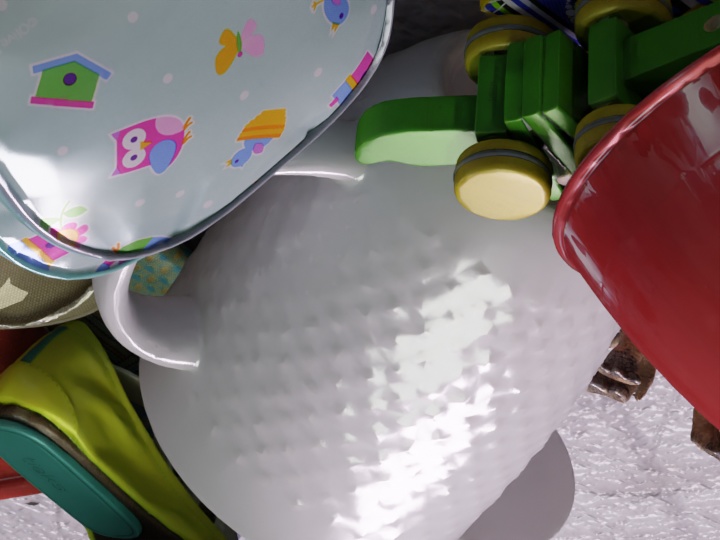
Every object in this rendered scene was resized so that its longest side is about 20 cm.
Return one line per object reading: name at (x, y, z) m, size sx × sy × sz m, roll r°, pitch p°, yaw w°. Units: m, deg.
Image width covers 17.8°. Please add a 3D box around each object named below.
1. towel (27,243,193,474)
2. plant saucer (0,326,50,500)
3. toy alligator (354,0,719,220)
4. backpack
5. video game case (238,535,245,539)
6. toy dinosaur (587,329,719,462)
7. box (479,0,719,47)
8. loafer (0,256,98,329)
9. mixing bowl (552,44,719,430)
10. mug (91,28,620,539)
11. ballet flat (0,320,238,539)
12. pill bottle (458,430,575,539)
towel at (-0.110, 0.028, 0.964) m, size 0.146 × 0.022 × 0.200 m, roll -28°, pitch 125°, yaw 34°
plant saucer at (-0.227, 0.043, 0.964) m, size 0.199 × 0.037 × 0.200 m, roll -11°, pitch 134°, yaw 23°
toy alligator at (0.092, -0.053, 0.701) m, size 0.199 × 0.059 × 0.054 m, roll -15°, pitch 144°, yaw 29°
backpack at (-0.079, -0.093, 0.676) m, size 0.176 × 0.153 × 0.200 m, roll -42°, pitch 151°, yaw -7°
video game case at (-0.040, 0.085, 1.068) m, size 0.182 × 0.022 × 0.200 m, roll -21°, pitch 139°, yaw 29°
toy dinosaur at (0.150, -0.003, 0.885) m, size 0.086 × 0.136 × 0.200 m, roll 25°, pitch 169°, yaw 2°
box at (0.139, -0.094, 0.756) m, size 0.199 × 0.070 × 0.064 m, roll 18°, pitch 145°, yaw -22°
loafer at (-0.181, -0.014, 0.839) m, size 0.199 × 0.076 × 0.068 m, roll 7°, pitch -170°, yaw -9°
mixing bowl at (0.167, 0.000, 0.675) m, size 0.199 × 0.109 × 0.200 m, roll -17°, pitch 158°, yaw -7°
mug at (0.000, 0.000, 0.824) m, size 0.199 × 0.148 × 0.175 m, roll 10°, pitch 136°, yaw -31°
ballet flat at (-0.088, 0.097, 0.968) m, size 0.067 × 0.067 × 0.200 m, roll 1°, pitch 139°, yaw 34°
pill bottle at (0.015, 0.129, 1.013) m, size 0.110 × 0.111 × 0.200 m, roll 13°, pitch 144°, yaw -17°
